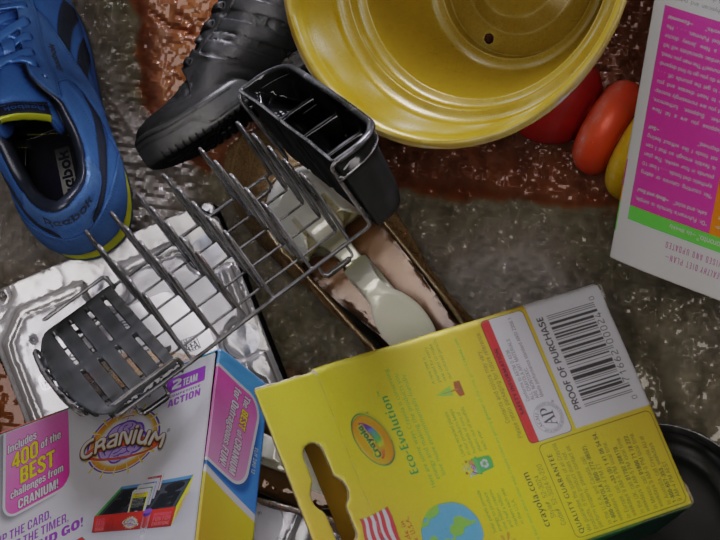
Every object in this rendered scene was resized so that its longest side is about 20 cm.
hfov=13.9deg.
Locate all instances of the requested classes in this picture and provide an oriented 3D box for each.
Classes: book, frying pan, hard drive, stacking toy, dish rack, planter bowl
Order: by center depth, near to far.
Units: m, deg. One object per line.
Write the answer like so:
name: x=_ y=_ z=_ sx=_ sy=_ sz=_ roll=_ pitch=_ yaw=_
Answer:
book: x=0.199 y=-0.083 z=1.441 sx=0.133 sy=0.048 sz=0.201 roll=20 pitch=113 yaw=29
dish rack: x=-0.080 y=-0.011 z=1.464 sx=0.200 sy=0.153 sz=0.055 roll=-37 pitch=114 yaw=-6
planter bowl: x=0.065 y=-0.157 z=1.504 sx=0.200 sy=0.083 sz=0.201 roll=-3 pitch=84 yaw=29
frying pan: x=0.164 y=0.171 z=1.535 sx=0.115 sy=0.031 sz=0.191 roll=-18 pitch=95 yaw=8
stacking toy: x=0.163 y=-0.057 z=1.536 sx=0.200 sy=0.085 sz=0.086 roll=34 pitch=88 yaw=11
hard drive: x=-0.103 y=0.081 z=1.562 sx=0.139 sy=0.038 sz=0.201 roll=-22 pitch=83 yaw=2

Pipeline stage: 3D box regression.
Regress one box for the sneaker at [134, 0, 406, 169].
sneaker: x=-0.055 y=-0.147 z=1.570 sx=0.200 sy=0.060 sz=0.104 roll=-34 pitch=85 yaw=-5

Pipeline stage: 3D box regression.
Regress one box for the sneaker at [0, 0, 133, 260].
sneaker: x=-0.175 y=-0.102 z=1.552 sx=0.066 sy=0.078 sz=0.201 roll=-24 pitch=69 yaw=4

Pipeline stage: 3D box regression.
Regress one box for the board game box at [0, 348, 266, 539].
board game box: x=-0.122 y=0.150 z=1.419 sx=0.153 sy=0.040 sz=0.201 roll=-21 pitch=47 yaw=32

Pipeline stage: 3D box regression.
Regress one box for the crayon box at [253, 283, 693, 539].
crayon box: x=0.050 y=0.094 z=1.461 sx=0.199 sy=0.051 sz=0.127 roll=-15 pitch=74 yaw=-25

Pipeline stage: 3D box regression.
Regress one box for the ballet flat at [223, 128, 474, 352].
ballet flat: x=0.000 y=0.000 z=1.543 sx=0.068 sy=0.072 sz=0.200 roll=-39 pitch=83 yaw=2

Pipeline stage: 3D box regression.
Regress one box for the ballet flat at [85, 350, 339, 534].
ballet flat: x=-0.057 y=0.086 z=1.505 sx=0.199 sy=0.067 sz=0.068 roll=16 pitch=86 yaw=6
